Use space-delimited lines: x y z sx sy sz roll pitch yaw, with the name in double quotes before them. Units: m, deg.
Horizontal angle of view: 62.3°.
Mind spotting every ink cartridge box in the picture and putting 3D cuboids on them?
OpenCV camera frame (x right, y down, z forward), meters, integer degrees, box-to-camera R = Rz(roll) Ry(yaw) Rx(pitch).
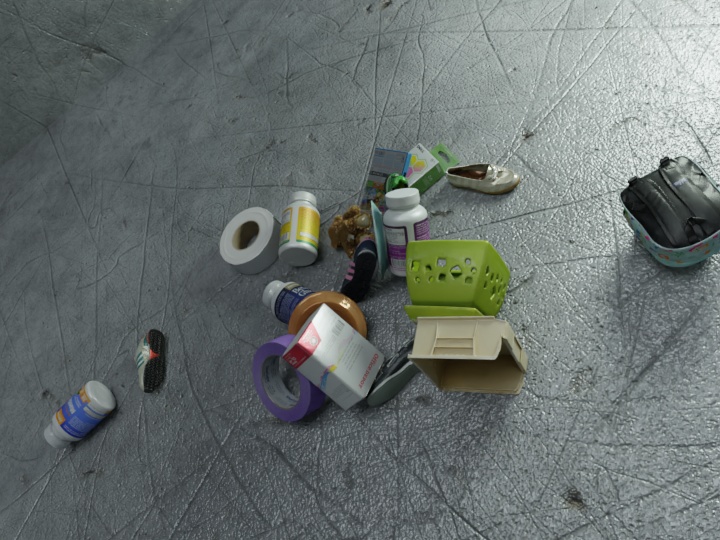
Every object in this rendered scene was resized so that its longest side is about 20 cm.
"ink cartridge box" 0.165 -0.282 1.654 0.199 0.059 0.104 -39 51 5
"ink cartridge box" -0.060 0.200 1.384 0.086 0.200 0.148 -41 9 42

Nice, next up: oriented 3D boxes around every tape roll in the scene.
"tape roll" -0.175 0.262 1.458 0.199 0.065 0.203 12 109 35
"tape roll" -0.331 -0.092 1.824 0.200 0.071 0.204 -15 56 23

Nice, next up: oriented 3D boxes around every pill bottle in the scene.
"pill bottle" -0.844 0.436 1.784 0.200 0.112 0.112 -43 51 0
"pill bottle" -0.174 -0.124 1.725 0.112 0.113 0.202 -13 57 23
"pill bottle" 0.115 -0.096 1.474 0.111 0.202 0.112 -8 21 3
"pill bottle" -0.169 0.096 1.593 0.199 0.111 0.112 22 75 37

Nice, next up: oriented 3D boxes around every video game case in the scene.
"video game case" 0.065 -0.232 1.642 0.143 0.018 0.202 22 99 49

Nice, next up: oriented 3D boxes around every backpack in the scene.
"backpack" 0.649 -0.107 1.214 0.177 0.151 0.201 -31 45 13

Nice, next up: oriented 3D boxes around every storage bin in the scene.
"storage bin" 0.232 0.181 1.256 0.197 0.200 0.095 -3 59 28

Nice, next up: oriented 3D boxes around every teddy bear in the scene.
"teddy bear" -0.015 -0.105 1.620 0.200 0.066 0.146 -33 77 60

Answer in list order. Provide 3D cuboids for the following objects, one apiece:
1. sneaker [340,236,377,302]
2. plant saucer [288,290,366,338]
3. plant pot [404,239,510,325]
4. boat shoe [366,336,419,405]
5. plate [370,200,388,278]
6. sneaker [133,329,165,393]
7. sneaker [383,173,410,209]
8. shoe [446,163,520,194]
"sneaker" 0.000 0.000 1.535 0.083 0.069 0.201 -84 15 -45
"plant saucer" -0.083 0.153 1.478 0.198 0.037 0.203 0 96 0
"plant pot" 0.214 0.052 1.349 0.197 0.200 0.184 0 70 30
"boat shoe" 0.085 0.233 1.396 0.199 0.076 0.060 -37 51 -9
"plate" 0.051 -0.080 1.523 0.025 0.201 0.202 -8 57 3
"sneaker" -0.642 0.282 1.797 0.093 0.070 0.202 -31 52 33
"sneaker" 0.106 -0.152 1.547 0.077 0.202 0.085 -16 9 -5
"shoe" 0.314 -0.242 1.549 0.198 0.053 0.071 8 67 33
